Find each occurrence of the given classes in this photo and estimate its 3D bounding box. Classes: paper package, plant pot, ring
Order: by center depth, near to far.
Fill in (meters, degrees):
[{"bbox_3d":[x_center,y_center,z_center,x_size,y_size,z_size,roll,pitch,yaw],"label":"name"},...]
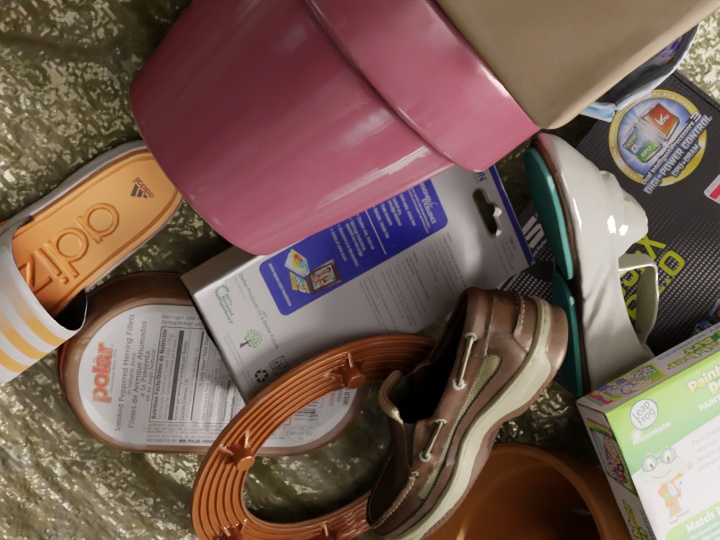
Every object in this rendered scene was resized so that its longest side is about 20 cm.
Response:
[{"bbox_3d":[0.107,-0.201,0.841,0.191,0.103,0.200,-37,90,18],"label":"paper package"},{"bbox_3d":[-0.022,-0.110,0.963,0.179,0.200,0.200,-37,118,16],"label":"plant pot"},{"bbox_3d":[-0.014,0.120,1.091,0.200,0.019,0.200,-22,142,-19],"label":"ring"},{"bbox_3d":[0.143,0.217,1.141,0.140,0.200,0.200,8,108,-37],"label":"plant pot"}]

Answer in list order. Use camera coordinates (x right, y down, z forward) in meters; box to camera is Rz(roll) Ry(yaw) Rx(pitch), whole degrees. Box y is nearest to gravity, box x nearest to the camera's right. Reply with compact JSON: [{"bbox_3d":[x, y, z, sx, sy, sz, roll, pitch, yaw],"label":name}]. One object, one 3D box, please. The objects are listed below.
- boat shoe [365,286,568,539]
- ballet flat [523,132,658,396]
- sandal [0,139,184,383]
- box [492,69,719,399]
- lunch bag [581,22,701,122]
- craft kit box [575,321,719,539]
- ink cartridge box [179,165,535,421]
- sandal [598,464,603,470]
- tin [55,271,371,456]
[{"bbox_3d":[0.043,0.083,1.038,0.075,0.075,0.202,20,123,-18],"label":"boat shoe"},{"bbox_3d":[0.139,-0.008,1.011,0.069,0.069,0.200,-22,131,-8],"label":"ballet flat"},{"bbox_3d":[-0.186,0.002,1.015,0.207,0.059,0.079,-42,116,1],"label":"sandal"},{"bbox_3d":[0.183,-0.010,1.092,0.160,0.044,0.200,40,98,4],"label":"box"},{"bbox_3d":[0.149,-0.194,0.973,0.127,0.170,0.200,13,108,8],"label":"lunch bag"},{"bbox_3d":[0.254,0.123,1.043,0.200,0.049,0.198,-26,106,-14],"label":"craft kit box"},{"bbox_3d":[0.000,0.000,1.049,0.200,0.039,0.099,-28,115,-8],"label":"ink cartridge box"},{"bbox_3d":[0.258,0.114,1.162,0.082,0.203,0.050,10,73,-60],"label":"sandal"},{"bbox_3d":[-0.089,0.060,1.082,0.200,0.042,0.112,3,105,-19],"label":"tin"}]
